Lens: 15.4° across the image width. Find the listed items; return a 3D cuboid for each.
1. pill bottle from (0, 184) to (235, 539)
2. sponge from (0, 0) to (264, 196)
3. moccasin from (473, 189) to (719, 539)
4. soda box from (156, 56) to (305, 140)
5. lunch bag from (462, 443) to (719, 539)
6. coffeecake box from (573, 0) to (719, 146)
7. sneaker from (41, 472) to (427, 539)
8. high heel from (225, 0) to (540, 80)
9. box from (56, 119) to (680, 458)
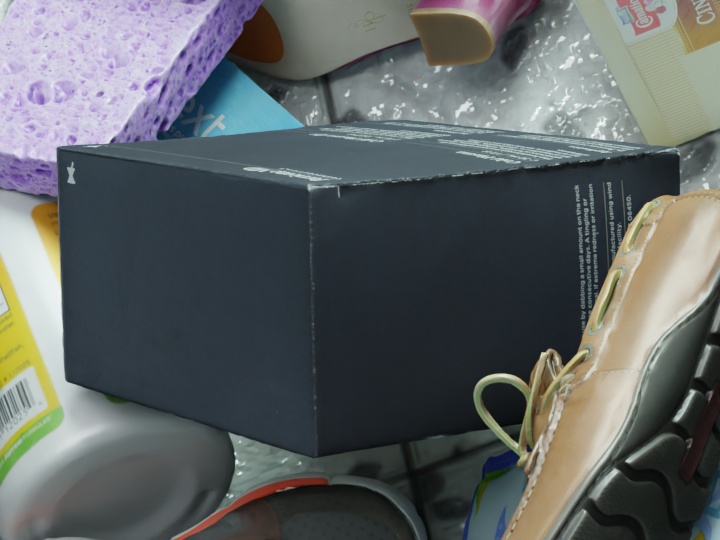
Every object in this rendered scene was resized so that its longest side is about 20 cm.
[{"bbox_3d":[-0.140,0.030,1.224,0.111,0.111,0.201,-30,55,4],"label":"pill bottle"},{"bbox_3d":[-0.113,-0.115,1.247,0.111,0.030,0.200,11,52,31],"label":"sponge"},{"bbox_3d":[0.091,0.054,0.995,0.077,0.074,0.202,8,65,41],"label":"moccasin"},{"bbox_3d":[-0.077,-0.064,1.280,0.068,0.064,0.200,-44,55,-6],"label":"soda box"},{"bbox_3d":[0.115,0.150,1.047,0.199,0.127,0.171,-5,57,35],"label":"lunch bag"},{"bbox_3d":[0.120,-0.181,1.208,0.073,0.154,0.201,-21,56,11],"label":"coffeecake box"},{"bbox_3d":[-0.067,0.143,1.124,0.199,0.082,0.078,-15,100,4],"label":"sneaker"},{"bbox_3d":[0.000,-0.147,1.304,0.199,0.068,0.096,2,41,34],"label":"high heel"},{"bbox_3d":[0.000,0.000,1.090,0.199,0.181,0.105,11,104,55],"label":"box"}]
